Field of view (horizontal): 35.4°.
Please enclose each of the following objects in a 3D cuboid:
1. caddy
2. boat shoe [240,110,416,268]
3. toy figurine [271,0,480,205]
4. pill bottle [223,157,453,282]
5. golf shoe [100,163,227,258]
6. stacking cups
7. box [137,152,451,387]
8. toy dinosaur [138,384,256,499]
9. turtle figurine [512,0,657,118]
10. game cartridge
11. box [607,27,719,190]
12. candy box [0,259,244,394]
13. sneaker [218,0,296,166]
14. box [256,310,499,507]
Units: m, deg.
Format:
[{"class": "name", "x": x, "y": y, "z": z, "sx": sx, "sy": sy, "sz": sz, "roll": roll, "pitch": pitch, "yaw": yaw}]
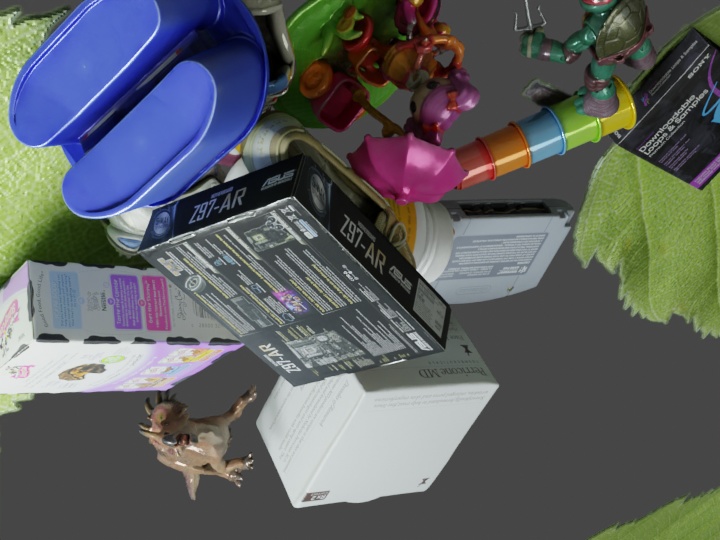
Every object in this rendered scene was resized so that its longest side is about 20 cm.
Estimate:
[{"class": "caddy", "x": -0.160, "y": -0.129, "z": 0.835, "sx": 0.199, "sy": 0.142, "sz": 0.105, "roll": -37, "pitch": 180, "yaw": 25}, {"class": "boat shoe", "x": -0.014, "y": -0.042, "z": 0.884, "sx": 0.073, "sy": 0.063, "sz": 0.201, "roll": -45, "pitch": 124, "yaw": -10}, {"class": "toy figurine", "x": 0.038, "y": -0.144, "z": 0.933, "sx": 0.200, "sy": 0.185, "sz": 0.150, "roll": -45, "pitch": 141, "yaw": 16}, {"class": "pill bottle", "x": -0.019, "y": -0.036, "z": 0.989, "sx": 0.198, "sy": 0.110, "sz": 0.110, "roll": 7, "pitch": 129, "yaw": -33}, {"class": "golf shoe", "x": -0.129, "y": -0.056, "z": 1.009, "sx": 0.199, "sy": 0.078, "sz": 0.098, "roll": 2, "pitch": 124, "yaw": -40}, {"class": "stacking cups", "x": 0.181, "y": -0.135, "z": 1.147, "sx": 0.199, "sy": 0.061, "sz": 0.061, "roll": -24, "pitch": 143, "yaw": -10}, {"class": "box", "x": -0.048, "y": 0.009, "z": 0.876, "sx": 0.159, "sy": 0.044, "sz": 0.200, "roll": -17, "pitch": 134, "yaw": 35}, {"class": "toy dinosaur", "x": -0.192, "y": 0.188, "z": 1.239, "sx": 0.134, "sy": 0.087, "sz": 0.200, "roll": 3, "pitch": 149, "yaw": -24}, {"class": "turtle figurine", "x": 0.220, "y": -0.229, "z": 1.041, "sx": 0.149, "sy": 0.101, "sz": 0.200, "roll": -35, "pitch": 147, "yaw": 4}, {"class": "game cartridge", "x": 0.136, "y": -0.021, "z": 1.268, "sx": 0.198, "sy": 0.041, "sz": 0.134, "roll": -3, "pitch": 131, "yaw": -33}, {"class": "box", "x": 0.377, "y": -0.174, "z": 1.263, "sx": 0.199, "sy": 0.036, "sz": 0.143, "roll": 16, "pitch": 122, "yaw": -43}, {"class": "candy box", "x": -0.230, "y": 0.056, "z": 1.009, "sx": 0.199, "sy": 0.072, "sz": 0.167, "roll": 4, "pitch": 158, "yaw": -37}, {"class": "sneaker", "x": -0.095, "y": -0.148, "z": 0.902, "sx": 0.075, "sy": 0.090, "sz": 0.201, "roll": -27, "pitch": 143, "yaw": -23}, {"class": "box", "x": 0.016, "y": 0.155, "z": 1.301, "sx": 0.198, "sy": 0.131, "sz": 0.201, "roll": 1, "pitch": 133, "yaw": -37}]
